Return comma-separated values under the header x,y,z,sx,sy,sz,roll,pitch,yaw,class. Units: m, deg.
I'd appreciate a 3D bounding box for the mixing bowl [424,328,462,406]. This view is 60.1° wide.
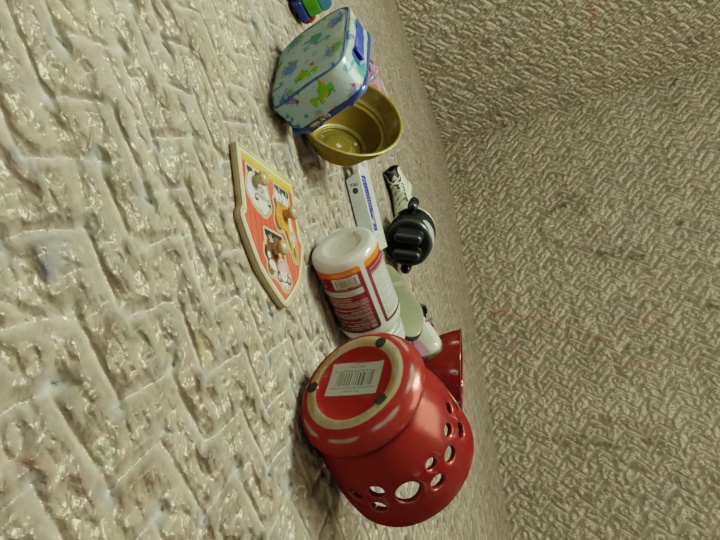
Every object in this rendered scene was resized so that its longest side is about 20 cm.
x,y,z,sx,sy,sz,roll,pitch,yaw,class
0.197,0.245,1.526,0.200,0.106,0.205,-1,90,-80,mixing bowl

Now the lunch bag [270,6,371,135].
x,y,z,sx,sy,sz,roll,pitch,yaw,class
-0.058,-0.319,0.985,0.082,0.159,0.203,43,33,-36,lunch bag

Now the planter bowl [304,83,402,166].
x,y,z,sx,sy,sz,roll,pitch,yaw,class
-0.030,-0.248,1.104,0.084,0.196,0.204,114,-21,-51,planter bowl

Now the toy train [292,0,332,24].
x,y,z,sx,sy,sz,roll,pitch,yaw,class
-0.085,-0.591,1.216,0.085,0.113,0.204,48,33,-61,toy train

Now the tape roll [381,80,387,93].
x,y,z,sx,sy,sz,roll,pitch,yaw,class
0.063,-0.456,1.805,0.203,0.036,0.207,-14,91,-76,tape roll

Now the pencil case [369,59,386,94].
x,y,z,sx,sy,sz,roll,pitch,yaw,class
0.034,-0.446,1.595,0.200,0.086,0.089,52,28,-56,pencil case

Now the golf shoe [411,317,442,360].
x,y,z,sx,sy,sz,roll,pitch,yaw,class
0.100,0.112,1.302,0.200,0.072,0.093,44,-14,54,golf shoe

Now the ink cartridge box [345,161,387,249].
x,y,z,sx,sy,sz,roll,pitch,yaw,class
0.010,-0.140,1.333,0.099,0.038,0.204,-26,104,-75,ink cartridge box

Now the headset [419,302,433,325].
x,y,z,sx,sy,sz,roll,pitch,yaw,class
0.120,0.139,1.487,0.199,0.092,0.126,3,78,-59,headset

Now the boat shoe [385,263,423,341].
x,y,z,sx,sy,sz,roll,pitch,yaw,class
0.071,0.072,1.244,0.201,0.070,0.063,-117,-152,-45,boat shoe

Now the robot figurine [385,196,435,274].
x,y,z,sx,sy,sz,roll,pitch,yaw,class
0.124,-0.086,1.556,0.125,0.150,0.200,44,22,-6,robot figurine

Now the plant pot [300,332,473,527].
x,y,z,sx,sy,sz,roll,pitch,yaw,class
0.029,0.203,0.819,0.184,0.197,0.203,55,25,-36,plant pot

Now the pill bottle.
x,y,z,sx,sy,sz,roll,pitch,yaw,class
0.003,0.040,1.012,0.110,0.107,0.203,-81,154,-55,pill bottle

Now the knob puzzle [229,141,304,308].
x,y,z,sx,sy,sz,roll,pitch,yaw,class
-0.109,-0.052,0.831,0.219,0.030,0.224,-13,91,-76,knob puzzle

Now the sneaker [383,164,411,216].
x,y,z,sx,sy,sz,roll,pitch,yaw,class
0.101,-0.209,1.699,0.116,0.075,0.203,49,22,-43,sneaker
